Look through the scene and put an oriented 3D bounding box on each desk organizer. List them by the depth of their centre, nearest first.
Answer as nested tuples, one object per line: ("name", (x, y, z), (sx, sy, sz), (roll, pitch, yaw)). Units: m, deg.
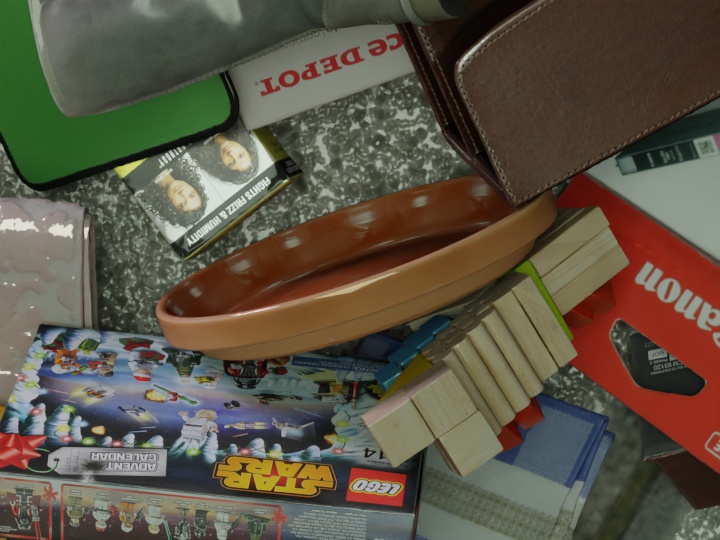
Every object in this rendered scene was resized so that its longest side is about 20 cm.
("desk organizer", (0.243, 0.056, 1.268), (0.199, 0.077, 0.072), (-15, 58, 20))

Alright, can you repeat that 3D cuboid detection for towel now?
("towel", (0.024, 0.138, 1.245), (0.146, 0.024, 0.201), (20, 70, 19))
("towel", (-0.232, 0.046, 1.289), (0.199, 0.032, 0.192), (3, 118, 3))

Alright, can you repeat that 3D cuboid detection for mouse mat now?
("mouse mat", (-0.153, -0.144, 1.251), (0.160, 0.008, 0.201), (-15, 104, 39))

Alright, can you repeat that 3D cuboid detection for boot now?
("boot", (-0.060, -0.173, 1.158), (0.199, 0.073, 0.183), (-8, 82, 25))

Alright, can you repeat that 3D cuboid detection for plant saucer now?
("plant saucer", (0.000, 0.000, 1.224), (0.199, 0.200, 0.032), (-18, 101, 5))

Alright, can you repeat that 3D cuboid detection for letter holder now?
("letter holder", (0.116, -0.148, 1.183), (0.199, 0.101, 0.143), (-28, 115, -5))

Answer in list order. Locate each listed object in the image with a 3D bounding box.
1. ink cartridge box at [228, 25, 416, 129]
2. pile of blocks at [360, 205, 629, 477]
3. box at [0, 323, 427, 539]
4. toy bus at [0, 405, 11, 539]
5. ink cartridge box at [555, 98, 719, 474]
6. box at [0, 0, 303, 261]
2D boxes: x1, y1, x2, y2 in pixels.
("ink cartridge box", (-0.024, -0.189, 1.237), (0.144, 0.084, 0.201), (-19, 116, 5))
("pile of blocks", (0.063, 0.044, 1.206), (0.082, 0.200, 0.062), (-19, 109, 44))
("box", (-0.068, 0.083, 1.197), (0.199, 0.137, 0.040), (5, 119, 2))
("toy bus", (-0.205, 0.108, 1.266), (0.199, 0.065, 0.079), (12, 120, -3))
("ink cartridge box", (0.173, -0.010, 1.244), (0.200, 0.044, 0.174), (37, 91, 29))
("box", (-0.119, -0.106, 1.302), (0.075, 0.050, 0.200), (-36, 89, 8))
